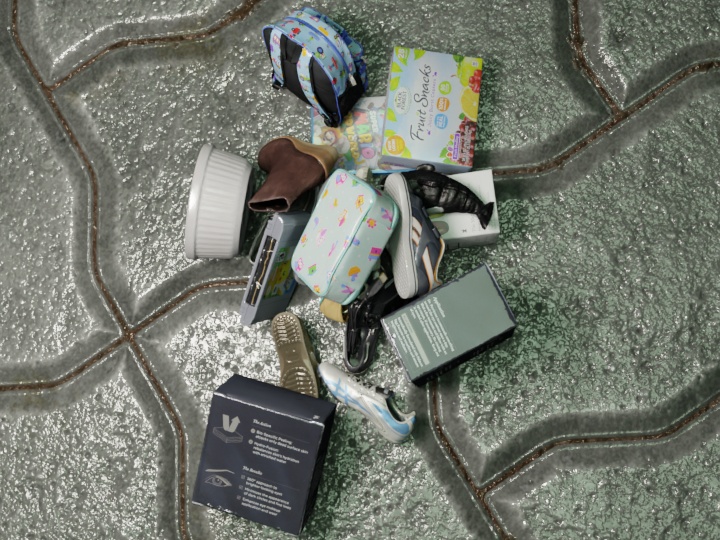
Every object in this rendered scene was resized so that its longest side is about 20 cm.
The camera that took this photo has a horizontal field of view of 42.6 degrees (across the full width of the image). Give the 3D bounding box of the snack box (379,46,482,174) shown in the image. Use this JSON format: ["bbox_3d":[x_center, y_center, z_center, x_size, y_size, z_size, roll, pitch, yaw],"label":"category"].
[{"bbox_3d":[0.126,-0.285,1.656,0.165,0.068,0.205,8,80,-2],"label":"snack box"}]

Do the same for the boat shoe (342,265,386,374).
[{"bbox_3d":[0.009,0.083,1.632,0.071,0.063,0.204,11,84,7],"label":"boat shoe"}]

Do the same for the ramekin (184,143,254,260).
[{"bbox_3d":[-0.246,-0.114,1.628,0.092,0.202,0.207,10,83,-3],"label":"ramekin"}]

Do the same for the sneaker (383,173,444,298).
[{"bbox_3d":[0.089,-0.061,1.520,0.078,0.078,0.205,-11,100,-23],"label":"sneaker"}]

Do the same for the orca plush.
[{"bbox_3d":[0.124,-0.121,1.532,0.198,0.071,0.107,30,85,10],"label":"orca plush"}]

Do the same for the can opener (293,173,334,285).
[{"bbox_3d":[-0.068,-0.073,1.610,0.065,0.053,0.203,24,98,-11],"label":"can opener"}]

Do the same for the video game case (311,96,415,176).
[{"bbox_3d":[0.007,-0.247,1.702,0.195,0.018,0.147,-2,81,6],"label":"video game case"}]

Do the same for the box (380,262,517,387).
[{"bbox_3d":[0.149,0.097,1.548,0.197,0.197,0.119,-27,79,2],"label":"box"}]

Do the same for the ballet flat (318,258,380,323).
[{"bbox_3d":[0.000,0.000,1.591,0.063,0.068,0.202,34,104,23],"label":"ballet flat"}]

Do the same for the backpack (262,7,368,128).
[{"bbox_3d":[-0.081,-0.380,1.629,0.181,0.201,0.135,37,78,18],"label":"backpack"}]

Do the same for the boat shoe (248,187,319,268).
[{"bbox_3d":[-0.136,-0.085,1.668,0.071,0.071,0.203,27,86,9],"label":"boat shoe"}]

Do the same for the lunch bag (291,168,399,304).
[{"bbox_3d":[-0.027,-0.059,1.513,0.076,0.160,0.203,23,99,-35],"label":"lunch bag"}]

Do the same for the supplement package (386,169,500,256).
[{"bbox_3d":[0.139,-0.097,1.620,0.195,0.110,0.116,-8,81,5],"label":"supplement package"}]

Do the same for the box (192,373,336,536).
[{"bbox_3d":[-0.160,0.308,1.561,0.193,0.117,0.204,15,102,8],"label":"box"}]

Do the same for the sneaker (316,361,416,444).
[{"bbox_3d":[0.011,0.218,1.607,0.199,0.072,0.073,37,102,4],"label":"sneaker"}]

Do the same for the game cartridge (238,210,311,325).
[{"bbox_3d":[-0.143,-0.005,1.614,0.040,0.133,0.204,24,105,16],"label":"game cartridge"}]

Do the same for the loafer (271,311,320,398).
[{"bbox_3d":[-0.106,0.169,1.633,0.074,0.068,0.205,-5,97,16],"label":"loafer"}]

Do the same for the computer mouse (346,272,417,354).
[{"bbox_3d":[0.036,0.039,1.575,0.046,0.142,0.199,34,56,25],"label":"computer mouse"}]

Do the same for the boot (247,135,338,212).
[{"bbox_3d":[-0.148,-0.165,1.613,0.197,0.073,0.167,4,39,41],"label":"boot"}]

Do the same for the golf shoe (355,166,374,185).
[{"bbox_3d":[-0.032,-0.094,1.658,0.095,0.078,0.204,12,84,15],"label":"golf shoe"}]
